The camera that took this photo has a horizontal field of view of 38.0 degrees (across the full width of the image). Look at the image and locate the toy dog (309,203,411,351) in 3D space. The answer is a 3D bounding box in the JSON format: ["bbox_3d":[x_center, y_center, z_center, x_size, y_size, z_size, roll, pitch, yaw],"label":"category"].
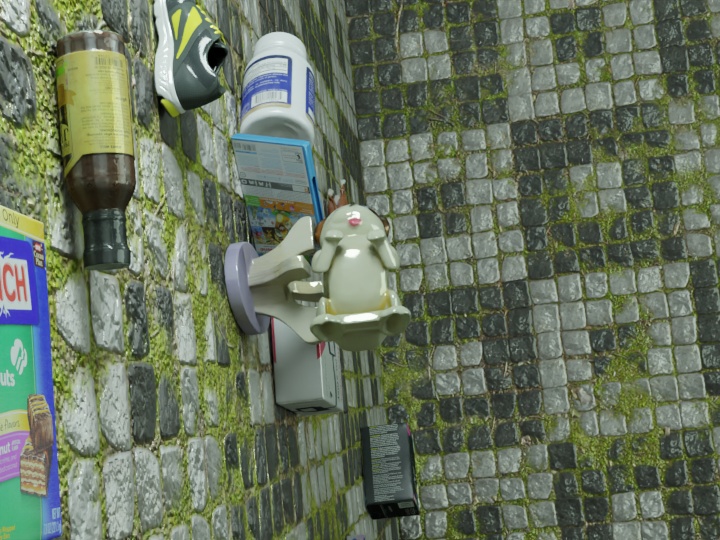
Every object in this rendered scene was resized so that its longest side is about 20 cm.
[{"bbox_3d":[0.000,0.000,1.486,0.194,0.137,0.203,64,18,-66],"label":"toy dog"}]

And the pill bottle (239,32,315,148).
[{"bbox_3d":[-0.131,-0.280,1.673,0.121,0.117,0.203,75,11,-52],"label":"pill bottle"}]

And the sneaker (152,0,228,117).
[{"bbox_3d":[-0.197,-0.276,1.245,0.075,0.083,0.204,67,18,-70],"label":"sneaker"}]

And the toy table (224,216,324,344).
[{"bbox_3d":[-0.117,0.019,1.518,0.200,0.115,0.188,24,59,-81],"label":"toy table"}]

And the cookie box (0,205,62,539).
[{"bbox_3d":[-0.240,0.060,0.590,0.171,0.074,0.204,42,42,-79],"label":"cookie box"}]

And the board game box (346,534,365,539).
[{"bbox_3d":[0.000,0.698,2.184,0.201,0.040,0.203,-85,167,-59],"label":"board game box"}]

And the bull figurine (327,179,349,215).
[{"bbox_3d":[-0.041,-0.123,2.540,0.201,0.064,0.123,77,5,-57],"label":"bull figurine"}]

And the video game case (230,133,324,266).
[{"bbox_3d":[-0.118,-0.104,1.572,0.018,0.141,0.203,-40,130,-44],"label":"video game case"}]

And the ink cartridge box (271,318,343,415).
[{"bbox_3d":[-0.087,0.161,1.767,0.200,0.083,0.148,58,27,-75],"label":"ink cartridge box"}]

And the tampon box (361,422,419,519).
[{"bbox_3d":[0.076,0.510,2.659,0.150,0.124,0.203,72,13,-62],"label":"tampon box"}]

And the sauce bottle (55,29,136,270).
[{"bbox_3d":[-0.227,-0.103,0.908,0.065,0.063,0.204,40,44,-80],"label":"sauce bottle"}]
